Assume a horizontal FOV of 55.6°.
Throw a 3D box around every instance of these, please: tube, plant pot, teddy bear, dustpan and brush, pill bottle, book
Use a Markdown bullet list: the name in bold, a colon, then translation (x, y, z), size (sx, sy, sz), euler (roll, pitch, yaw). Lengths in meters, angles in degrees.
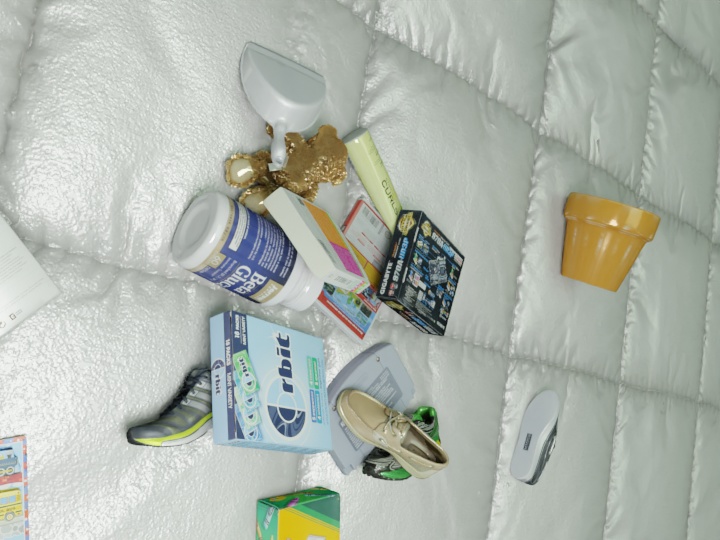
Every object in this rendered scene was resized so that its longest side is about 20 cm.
- **tube**: translation (0.033, -0.141, 1.149), size (0.058, 0.052, 0.201), euler (-38, 116, -21)
- **plant pot**: translation (0.536, -0.057, 1.520), size (0.200, 0.200, 0.184), euler (12, 98, -41)
- **teddy bear**: translation (-0.110, -0.147, 1.017), size (0.145, 0.067, 0.200), euler (47, 60, -11)
- **dustpan and brush**: translation (-0.112, -0.229, 0.983), size (0.139, 0.057, 0.201), euler (19, 41, -28)
- **pill bottle**: translation (-0.147, -0.017, 0.944), size (0.200, 0.111, 0.112), euler (30, 70, -37)
- **book**: translation (-0.052, -0.036, 0.962), size (0.134, 0.048, 0.200), euler (55, 7, 14)

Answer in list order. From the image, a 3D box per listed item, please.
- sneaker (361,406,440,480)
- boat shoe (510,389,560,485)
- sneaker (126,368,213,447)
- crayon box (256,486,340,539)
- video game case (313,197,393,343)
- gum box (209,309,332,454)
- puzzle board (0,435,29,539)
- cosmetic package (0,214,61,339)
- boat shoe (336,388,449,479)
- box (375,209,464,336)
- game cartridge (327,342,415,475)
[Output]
- **sneaker**: translation (0.066, 0.288, 1.150), size (0.200, 0.078, 0.086), euler (-22, 111, -54)
- **boat shoe**: translation (0.382, 0.354, 1.442), size (0.068, 0.072, 0.201), euler (34, 71, -34)
- **sneaker**: translation (-0.224, 0.176, 0.911), size (0.200, 0.074, 0.081), euler (-19, 96, -48)
- **crayon box**: translation (-0.094, 0.439, 1.024), size (0.118, 0.058, 0.201), euler (2, 88, -42)
- **video game case**: translation (0.000, 0.000, 1.139), size (0.143, 0.017, 0.201), euler (45, 61, -32)
- **gum box**: translation (-0.121, 0.161, 0.949), size (0.200, 0.044, 0.171), euler (26, 51, -52)
- **puzzle board**: translation (-0.459, 0.270, 0.727), size (0.199, 0.017, 0.152), euler (-2, 91, -41)
- **cosmetic package**: translation (-0.419, -0.031, 0.706), size (0.085, 0.107, 0.201), euler (-44, 119, -33)
- **boat shoe**: translation (0.052, 0.249, 1.069), size (0.200, 0.065, 0.072), euler (41, 48, -7)
- **box**: translation (0.109, 0.009, 1.184), size (0.200, 0.046, 0.160), euler (37, 65, -53)
- **game cartridge**: translation (0.005, 0.219, 1.131), size (0.200, 0.040, 0.134), euler (-44, 121, -33)
